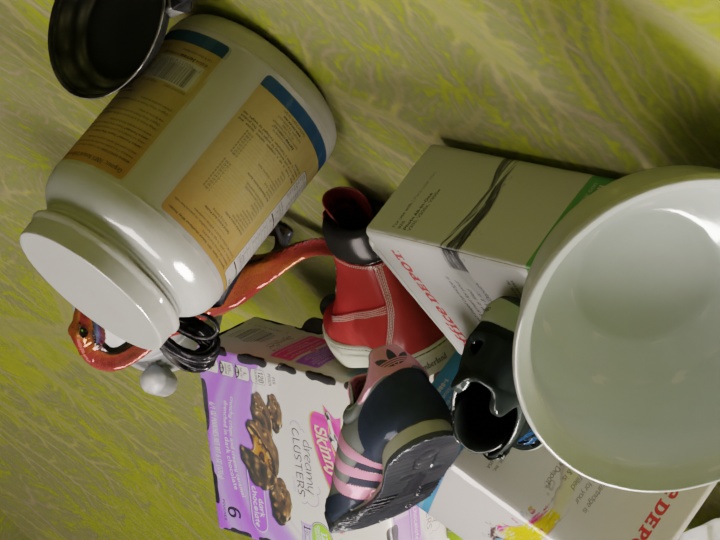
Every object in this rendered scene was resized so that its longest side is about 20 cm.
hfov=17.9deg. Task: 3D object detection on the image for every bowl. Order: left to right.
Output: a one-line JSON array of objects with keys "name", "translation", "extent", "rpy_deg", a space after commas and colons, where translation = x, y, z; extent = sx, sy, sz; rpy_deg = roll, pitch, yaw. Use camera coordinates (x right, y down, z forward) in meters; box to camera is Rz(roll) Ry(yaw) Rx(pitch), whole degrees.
[{"name": "bowl", "translation": [0.172, 0.018, 1.291], "extent": [0.201, 0.201, 0.090], "rpy_deg": [48, -169, -29]}]

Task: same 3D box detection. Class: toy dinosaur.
[{"name": "toy dinosaur", "translation": [-0.136, 0.013, 1.794], "extent": [0.200, 0.182, 0.105], "rpy_deg": [17, 152, 46]}]

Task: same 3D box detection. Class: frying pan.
[{"name": "frying pan", "translation": [-0.142, -0.189, 1.534], "extent": [0.031, 0.190, 0.115], "rpy_deg": [17, -134, -48]}]

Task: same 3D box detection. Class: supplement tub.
[{"name": "supplement tub", "translation": [-0.126, -0.060, 1.571], "extent": [0.144, 0.200, 0.145], "rpy_deg": [34, 161, 13]}]

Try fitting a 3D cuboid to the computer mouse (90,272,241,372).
[{"name": "computer mouse", "translation": [-0.129, -0.033, 1.739], "extent": [0.138, 0.200, 0.053], "rpy_deg": [31, -157, -4]}]

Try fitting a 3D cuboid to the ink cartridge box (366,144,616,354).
[{"name": "ink cartridge box", "translation": [0.121, 0.005, 1.454], "extent": [0.200, 0.084, 0.146], "rpy_deg": [16, 152, 48]}]

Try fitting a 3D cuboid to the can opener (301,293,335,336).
[{"name": "can opener", "translation": [0.004, 0.095, 1.935], "extent": [0.067, 0.053, 0.200], "rpy_deg": [16, 150, 47]}]

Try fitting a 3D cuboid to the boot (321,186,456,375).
[{"name": "boot", "translation": [0.000, 0.000, 1.711], "extent": [0.145, 0.072, 0.200], "rpy_deg": [65, 166, -11]}]

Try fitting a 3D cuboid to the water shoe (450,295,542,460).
[{"name": "water shoe", "translation": [0.083, 0.082, 1.448], "extent": [0.071, 0.079, 0.200], "rpy_deg": [31, 162, 17]}]

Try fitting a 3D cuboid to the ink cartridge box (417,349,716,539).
[{"name": "ink cartridge box", "translation": [0.141, 0.135, 1.627], "extent": [0.200, 0.147, 0.146], "rpy_deg": [36, 161, 8]}]

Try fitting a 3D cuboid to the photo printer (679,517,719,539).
[{"name": "photo printer", "translation": [0.270, 0.293, 1.702], "extent": [0.069, 0.201, 0.166], "rpy_deg": [-2, 167, -11]}]

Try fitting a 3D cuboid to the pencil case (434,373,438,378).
[{"name": "pencil case", "translation": [0.084, 0.136, 1.832], "extent": [0.200, 0.088, 0.088], "rpy_deg": [23, 157, 40]}]

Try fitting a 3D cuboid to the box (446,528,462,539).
[{"name": "box", "translation": [0.069, 0.205, 1.909], "extent": [0.199, 0.048, 0.122], "rpy_deg": [14, 178, 38]}]

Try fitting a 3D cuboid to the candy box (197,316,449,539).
[{"name": "candy box", "translation": [-0.030, 0.142, 1.833], "extent": [0.199, 0.071, 0.169], "rpy_deg": [12, 116, 40]}]

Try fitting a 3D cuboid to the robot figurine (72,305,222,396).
[{"name": "robot figurine", "translation": [-0.185, 0.027, 1.987], "extent": [0.200, 0.112, 0.170], "rpy_deg": [52, -156, -77]}]

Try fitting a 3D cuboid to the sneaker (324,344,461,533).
[{"name": "sneaker", "translation": [0.014, 0.115, 1.534], "extent": [0.082, 0.070, 0.200], "rpy_deg": [68, 155, 18]}]
